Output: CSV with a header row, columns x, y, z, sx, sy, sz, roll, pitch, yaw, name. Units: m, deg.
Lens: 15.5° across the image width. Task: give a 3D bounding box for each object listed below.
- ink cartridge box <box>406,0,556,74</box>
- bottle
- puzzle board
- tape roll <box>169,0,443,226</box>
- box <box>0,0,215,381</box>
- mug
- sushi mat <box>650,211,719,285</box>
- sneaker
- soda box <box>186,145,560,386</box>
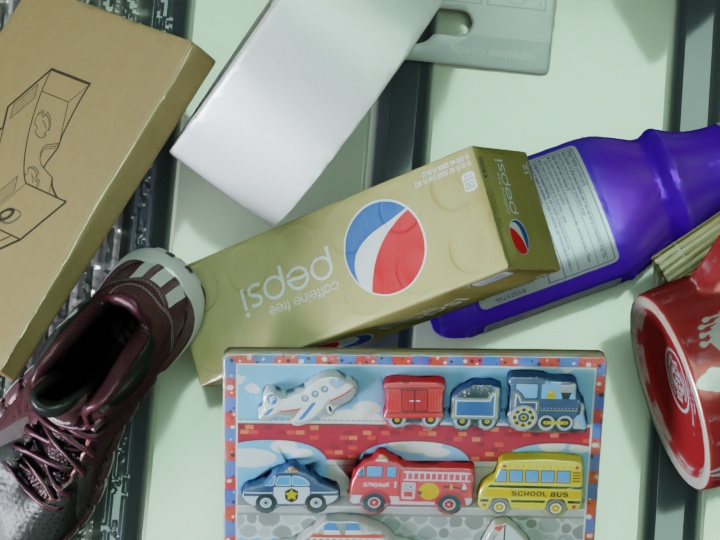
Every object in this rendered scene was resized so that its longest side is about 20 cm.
x,y,z,sx,sy,sz,roll,pitch,yaw,name
0.040,-0.220,1.503,0.159,0.047,0.202,6,97,-1,ink cartridge box
0.123,-0.030,1.452,0.199,0.065,0.084,-20,78,-5,bottle
0.027,0.111,1.403,0.198,0.017,0.152,1,117,-1,puzzle board
-0.017,-0.125,1.391,0.071,0.202,0.203,34,82,-5,tape roll
-0.180,-0.052,1.421,0.163,0.021,0.201,23,77,47,box
0.246,0.014,1.403,0.199,0.133,0.179,-18,87,-9,mug
0.257,-0.022,1.457,0.199,0.012,0.096,-34,119,-6,sushi mat
-0.162,0.079,1.379,0.075,0.116,0.201,32,104,5,sneaker
0.000,0.000,1.399,0.199,0.064,0.068,-21,79,28,soda box
